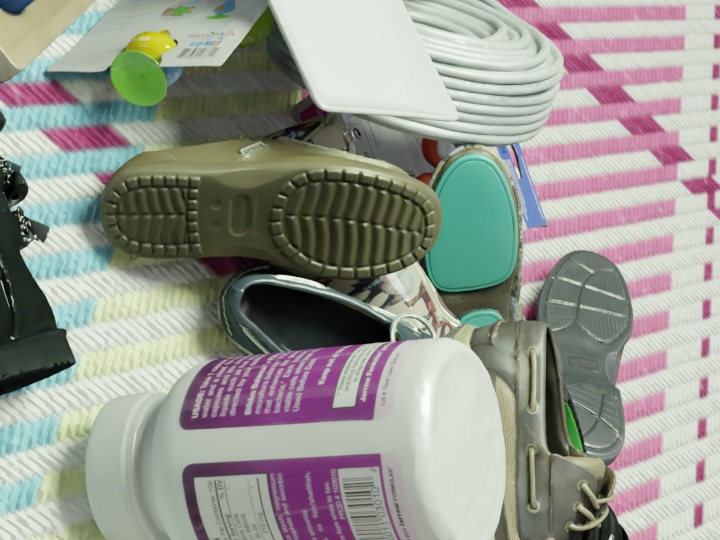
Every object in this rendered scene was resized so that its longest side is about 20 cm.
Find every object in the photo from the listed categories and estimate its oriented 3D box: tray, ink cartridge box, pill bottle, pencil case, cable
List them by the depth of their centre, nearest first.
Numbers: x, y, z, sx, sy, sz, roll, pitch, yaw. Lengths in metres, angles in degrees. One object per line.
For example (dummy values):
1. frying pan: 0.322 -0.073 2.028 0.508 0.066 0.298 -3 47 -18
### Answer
1. pill bottle: -0.035 0.097 1.072 0.112 0.199 0.113 -6 90 -65
2. tray: -0.022 -0.163 1.243 0.107 0.022 0.201 1 54 -39
3. pencil case: 0.000 0.000 1.292 0.201 0.089 0.078 56 23 -8
4. cable: 0.032 -0.142 1.364 0.199 0.070 0.200 -3 28 -44
5. ink cartridge box: 0.046 -0.070 1.442 0.199 0.042 0.120 -10 76 -51

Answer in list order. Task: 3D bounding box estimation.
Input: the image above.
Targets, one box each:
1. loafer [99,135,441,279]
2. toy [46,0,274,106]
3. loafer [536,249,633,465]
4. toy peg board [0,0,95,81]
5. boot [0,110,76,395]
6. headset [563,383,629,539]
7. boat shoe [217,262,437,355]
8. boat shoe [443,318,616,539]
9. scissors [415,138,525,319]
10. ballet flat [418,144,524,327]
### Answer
1. loafer: -0.051 -0.044 1.213 0.198 0.076 0.068 6 29 -14
2. toy: -0.094 -0.152 1.279 0.200 0.114 0.048 -54 138 -54
3. loafer: 0.148 0.071 1.473 0.071 0.063 0.201 16 43 -8
4. toy peg board: -0.195 -0.250 1.212 0.200 0.098 0.200 51 36 -14
5. boot: -0.227 -0.011 1.028 0.198 0.073 0.163 -14 80 -62
6. headset: 0.116 0.170 1.314 0.124 0.093 0.201 48 32 -64
7. boat shoe: 0.009 0.055 1.229 0.199 0.075 0.062 33 -4 -7
8. boat shoe: 0.100 0.122 1.161 0.074 0.073 0.201 -12 85 -70
9. scissors: 0.086 -0.023 1.422 0.200 0.014 0.074 45 58 -45
10. ballet flat: 0.071 0.009 1.354 0.072 0.072 0.202 -39 128 -55
